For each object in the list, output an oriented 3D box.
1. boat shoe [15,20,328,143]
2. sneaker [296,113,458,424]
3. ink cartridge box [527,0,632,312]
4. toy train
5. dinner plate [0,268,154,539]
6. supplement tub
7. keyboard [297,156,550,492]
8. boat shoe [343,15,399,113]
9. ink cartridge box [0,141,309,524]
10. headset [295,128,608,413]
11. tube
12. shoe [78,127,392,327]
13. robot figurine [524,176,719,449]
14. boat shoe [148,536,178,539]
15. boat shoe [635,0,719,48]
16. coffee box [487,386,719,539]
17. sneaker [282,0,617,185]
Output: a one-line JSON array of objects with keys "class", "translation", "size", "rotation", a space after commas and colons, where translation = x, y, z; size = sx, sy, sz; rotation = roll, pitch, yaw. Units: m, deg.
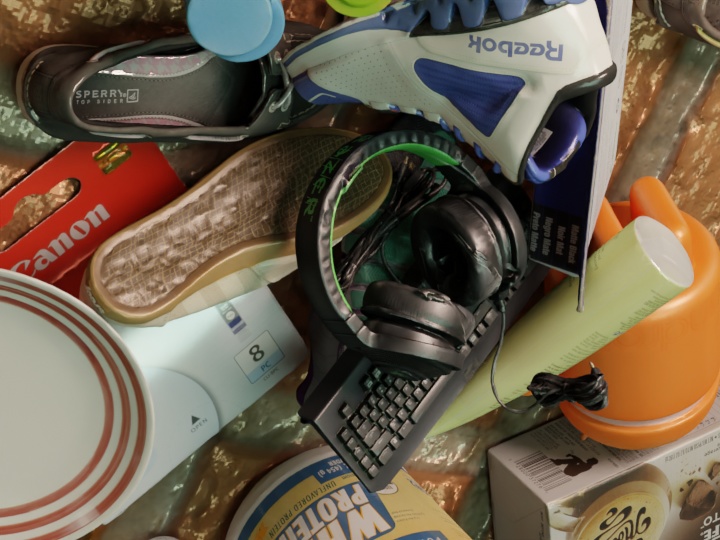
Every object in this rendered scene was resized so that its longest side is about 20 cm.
[{"class": "boat shoe", "translation": [-0.084, -0.097, 1.006], "size": [0.200, 0.057, 0.067], "rotation": [-8, 107, -31]}, {"class": "sneaker", "translation": [0.000, 0.000, 1.128], "size": [0.074, 0.087, 0.200], "rotation": [18, 81, -35]}, {"class": "ink cartridge box", "translation": [0.126, -0.109, 1.072], "size": [0.041, 0.200, 0.200], "rotation": [7, 119, 9]}, {"class": "toy train", "translation": [0.000, -0.169, 0.952], "size": [0.200, 0.116, 0.085], "rotation": [-14, 124, 1]}, {"class": "dinner plate", "translation": [-0.211, 0.076, 1.014], "size": [0.200, 0.024, 0.200], "rotation": [-2, 125, -2]}, {"class": "supplement tub", "translation": [0.016, 0.214, 1.167], "size": [0.145, 0.200, 0.145], "rotation": [-16, 124, -26]}, {"class": "keyboard", "translation": [0.034, 0.018, 1.087], "size": [0.127, 0.021, 0.200], "rotation": [50, 64, -26]}, {"class": "boat shoe", "translation": [0.048, -0.175, 1.052], "size": [0.071, 0.063, 0.200], "rotation": [7, 114, -38]}, {"class": "ink cartridge box", "translation": [-0.137, 0.028, 1.058], "size": [0.160, 0.047, 0.200], "rotation": [-39, 132, -9]}, {"class": "headset", "translation": [0.054, 0.010, 1.031], "size": [0.200, 0.094, 0.124], "rotation": [46, 67, -27]}, {"class": "tube", "translation": [0.111, 0.043, 1.133], "size": [0.058, 0.052, 0.200], "rotation": [25, 128, -33]}, {"class": "shoe", "translation": [-0.070, -0.022, 1.036], "size": [0.200, 0.070, 0.053], "rotation": [-26, 168, -28]}, {"class": "robot figurine", "translation": [0.176, 0.036, 1.221], "size": [0.144, 0.117, 0.200], "rotation": [-44, 142, -33]}, {"class": "boat shoe", "translation": [-0.104, 0.261, 1.203], "size": [0.074, 0.067, 0.200], "rotation": [-31, 129, -14]}, {"class": "boat shoe", "translation": [0.267, -0.165, 1.203], "size": [0.200, 0.060, 0.072], "rotation": [7, 112, -36]}, {"class": "coffee box", "translation": [0.196, 0.152, 1.329], "size": [0.200, 0.080, 0.113], "rotation": [-21, 125, -22]}, {"class": "sneaker", "translation": [0.054, -0.094, 0.966], "size": [0.081, 0.199, 0.115], "rotation": [-34, 104, -42]}]
